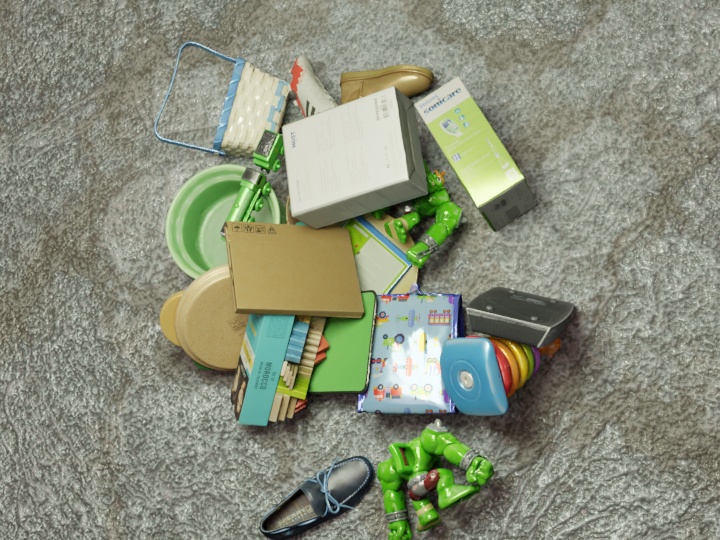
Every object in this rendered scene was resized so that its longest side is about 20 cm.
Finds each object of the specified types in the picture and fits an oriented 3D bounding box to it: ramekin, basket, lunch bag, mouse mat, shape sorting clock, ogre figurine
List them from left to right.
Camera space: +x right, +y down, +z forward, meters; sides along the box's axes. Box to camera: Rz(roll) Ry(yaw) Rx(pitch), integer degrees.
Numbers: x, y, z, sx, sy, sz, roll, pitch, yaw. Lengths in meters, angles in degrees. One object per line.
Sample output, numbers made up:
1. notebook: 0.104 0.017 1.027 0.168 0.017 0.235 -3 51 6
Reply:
1. basket: -0.229 -0.272 1.789 0.200 0.139 0.177 20 81 -12
2. ramekin: -0.211 -0.066 1.769 0.200 0.098 0.200 -4 76 16
3. mouse mat: -0.052 0.115 1.678 0.200 0.008 0.161 -7 70 45
4. shape sorting clock: 0.000 0.000 1.722 0.200 0.039 0.200 -5 76 19
5. ogre figurine: 0.080 -0.108 1.678 0.120 0.098 0.200 -26 45 -18
6. lunch bag: 0.079 0.118 1.632 0.150 0.094 0.200 -1 83 16
7. ogre figurine: 0.097 0.304 1.578 0.120 0.098 0.200 61 140 23

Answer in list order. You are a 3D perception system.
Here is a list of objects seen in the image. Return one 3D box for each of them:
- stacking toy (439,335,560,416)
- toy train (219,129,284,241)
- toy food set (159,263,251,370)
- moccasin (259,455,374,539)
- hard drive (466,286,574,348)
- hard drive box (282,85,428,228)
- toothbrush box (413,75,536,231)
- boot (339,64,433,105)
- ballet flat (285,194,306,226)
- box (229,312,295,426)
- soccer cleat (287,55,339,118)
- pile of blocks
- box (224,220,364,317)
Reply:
1. stacking toy: 0.223 0.128 1.569 0.110 0.200 0.116 -8 99 53
2. toy train: -0.170 -0.130 1.689 0.042 0.056 0.200 21 83 19
3. toy food set: -0.200 0.075 1.694 0.200 0.198 0.049 -42 32 4
4. moccasin: -0.066 0.357 1.640 0.200 0.068 0.081 -39 70 4
5. hard drive: 0.234 0.067 1.560 0.135 0.200 0.042 13 102 18
6. hard drive box: -0.011 -0.169 1.627 0.200 0.077 0.156 -15 70 24
7. toothbrush box: 0.180 -0.178 1.656 0.086 0.146 0.200 -31 71 8
8. boot: 0.034 -0.229 1.758 0.175 0.066 0.200 -2 75 28
9. ballet flat: -0.098 -0.069 1.742 0.070 0.065 0.200 20 52 -12
10. box: -0.155 0.135 1.664 0.049 0.082 0.200 7 113 -20
11. soccer cleat: -0.063 -0.265 1.753 0.085 0.069 0.200 -17 72 25
12. pile of blocks: -0.086 0.139 1.646 0.062 0.082 0.200 14 89 -2
13. box: -0.102 -0.002 1.634 0.200 0.021 0.164 3 54 -20
